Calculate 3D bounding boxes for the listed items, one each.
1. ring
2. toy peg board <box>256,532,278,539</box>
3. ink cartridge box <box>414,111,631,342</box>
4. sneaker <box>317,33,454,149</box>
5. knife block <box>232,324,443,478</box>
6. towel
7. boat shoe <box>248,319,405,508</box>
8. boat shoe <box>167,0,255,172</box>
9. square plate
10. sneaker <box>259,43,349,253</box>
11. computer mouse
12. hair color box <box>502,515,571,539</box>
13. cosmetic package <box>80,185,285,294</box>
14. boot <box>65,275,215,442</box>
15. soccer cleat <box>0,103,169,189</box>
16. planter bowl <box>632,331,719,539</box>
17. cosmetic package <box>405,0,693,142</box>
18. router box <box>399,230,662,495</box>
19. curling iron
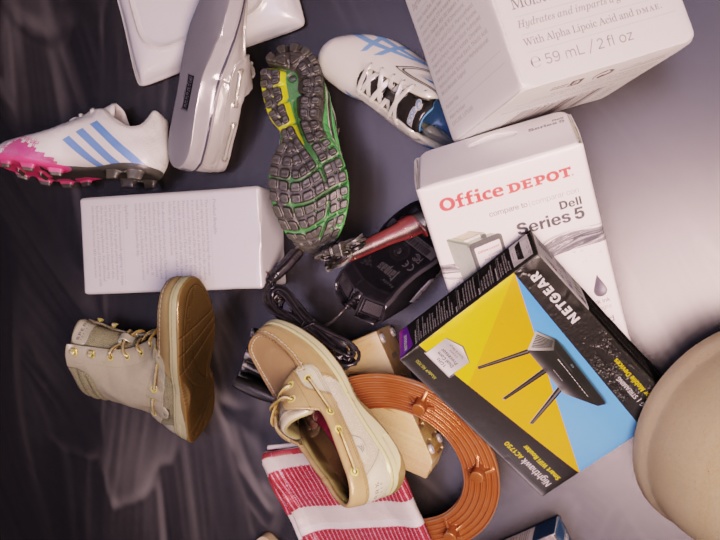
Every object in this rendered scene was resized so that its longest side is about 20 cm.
[{"bbox_3d":[0.034,0.187,0.908,0.199,0.019,0.202,11,120,18],"label":"ring"},{"bbox_3d":[-0.111,0.419,0.984,0.199,0.098,0.200,-45,82,13],"label":"toy peg board"},{"bbox_3d":[0.143,-0.019,0.857,0.144,0.084,0.201,-16,115,11],"label":"ink cartridge box"},{"bbox_3d":[0.043,-0.169,0.924,0.199,0.072,0.072,30,115,12],"label":"sneaker"},{"bbox_3d":[-0.032,0.134,0.967,0.175,0.064,0.201,-25,86,16],"label":"knife block"},{"bbox_3d":[-0.003,0.251,0.935,0.143,0.023,0.201,-12,110,28],"label":"towel"},{"bbox_3d":[-0.044,0.124,0.859,0.200,0.066,0.074,45,133,26],"label":"boat shoe"},{"bbox_3d":[-0.139,-0.195,0.975,0.072,0.065,0.201,27,107,50],"label":"boat shoe"},{"bbox_3d":[-0.176,-0.318,1.004,0.199,0.028,0.200,-16,89,15],"label":"square plate"},{"bbox_3d":[-0.045,-0.115,0.944,0.077,0.085,0.202,-7,82,12],"label":"sneaker"},{"bbox_3d":[0.000,0.000,0.946,0.140,0.046,0.200,33,73,28],"label":"computer mouse"},{"bbox_3d":[0.189,0.351,0.918,0.100,0.060,0.201,-28,86,15],"label":"hair color box"},{"bbox_3d":[-0.183,-0.030,0.996,0.198,0.071,0.102,-2,91,16],"label":"cosmetic package"},{"bbox_3d":[-0.228,0.075,0.985,0.154,0.072,0.201,18,129,17],"label":"boot"},{"bbox_3d":[-0.294,-0.136,1.032,0.198,0.070,0.087,4,78,13],"label":"soccer cleat"},{"bbox_3d":[0.343,0.159,0.782,0.199,0.135,0.202,-5,111,-13],"label":"planter bowl"},{"bbox_3d":[0.144,-0.242,0.822,0.164,0.165,0.201,-19,88,-15],"label":"cosmetic package"},{"bbox_3d":[0.152,0.085,0.831,0.149,0.051,0.200,-39,111,19],"label":"router box"},{"bbox_3d":[0.052,-0.041,0.908,0.199,0.050,0.026,-21,93,-6],"label":"curling iron"}]
